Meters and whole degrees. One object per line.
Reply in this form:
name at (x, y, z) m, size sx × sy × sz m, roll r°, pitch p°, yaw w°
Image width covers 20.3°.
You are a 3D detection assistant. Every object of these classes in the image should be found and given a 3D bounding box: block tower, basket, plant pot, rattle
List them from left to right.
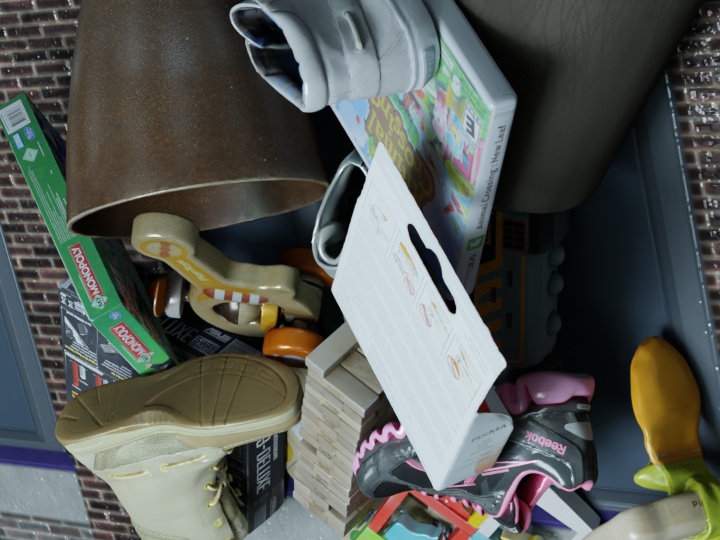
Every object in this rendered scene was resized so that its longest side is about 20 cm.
plant pot at (-0.125, -0.140, 1.402) m, size 0.186 × 0.186 × 0.202 m, roll -15°, pitch 81°, yaw 42°
block tower at (-0.008, 0.118, 1.448) m, size 0.058 × 0.054 × 0.201 m, roll 36°, pitch 149°, yaw 21°
basket at (0.119, -0.146, 1.224) m, size 0.179 × 0.137 × 0.201 m, roll 12°, pitch 131°, yaw 0°
rattle at (0.178, 0.160, 1.380) m, size 0.143 × 0.130 × 0.200 m, roll 56°, pitch 161°, yaw 16°

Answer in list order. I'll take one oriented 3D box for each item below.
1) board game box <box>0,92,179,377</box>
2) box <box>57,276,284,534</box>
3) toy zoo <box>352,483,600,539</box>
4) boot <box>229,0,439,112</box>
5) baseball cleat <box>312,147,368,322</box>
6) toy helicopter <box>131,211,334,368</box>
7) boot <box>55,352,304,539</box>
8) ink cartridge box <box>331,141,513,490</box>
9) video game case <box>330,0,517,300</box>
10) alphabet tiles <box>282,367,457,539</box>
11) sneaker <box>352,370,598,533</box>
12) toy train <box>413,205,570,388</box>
board game box at (-0.203, -0.022, 1.510) m, size 0.201 × 0.029 × 0.135 m, roll 62°, pitch -179°, yaw 28°
box at (-0.150, 0.100, 1.606) m, size 0.199 × 0.050 × 0.159 m, roll 25°, pitch 133°, yaw 28°
toy zoo at (0.084, 0.189, 1.467) m, size 0.131 × 0.020 × 0.200 m, roll 35°, pitch 126°, yaw -1°
boot at (-0.037, -0.173, 1.207) m, size 0.074 × 0.095 × 0.200 m, roll 94°, pitch 152°, yaw -43°
baseball cleat at (0.000, 0.000, 1.410) m, size 0.069 × 0.106 × 0.201 m, roll 12°, pitch 122°, yaw 27°
toy helicopter at (-0.109, 0.004, 1.437) m, size 0.131 × 0.200 × 0.080 m, roll -1°, pitch 68°, yaw 27°
boot at (-0.109, 0.145, 1.505) m, size 0.199 × 0.073 × 0.156 m, roll -13°, pitch 130°, yaw 21°
ink cartridge box at (0.047, 0.026, 1.245) m, size 0.163 × 0.050 × 0.200 m, roll 62°, pitch 157°, yaw 20°
video game case at (0.030, -0.111, 1.250) m, size 0.201 × 0.022 × 0.183 m, roll 60°, pitch 156°, yaw 32°
alphabet tiles at (-0.002, 0.145, 1.538) m, size 0.200 × 0.006 × 0.166 m, roll 50°, pitch 142°, yaw 6°
sneaker at (0.078, 0.135, 1.356) m, size 0.199 × 0.079 × 0.096 m, roll -23°, pitch 76°, yaw 37°
toy train at (0.084, -0.004, 1.363) m, size 0.113 × 0.085 × 0.201 m, roll 11°, pitch 120°, yaw 23°
